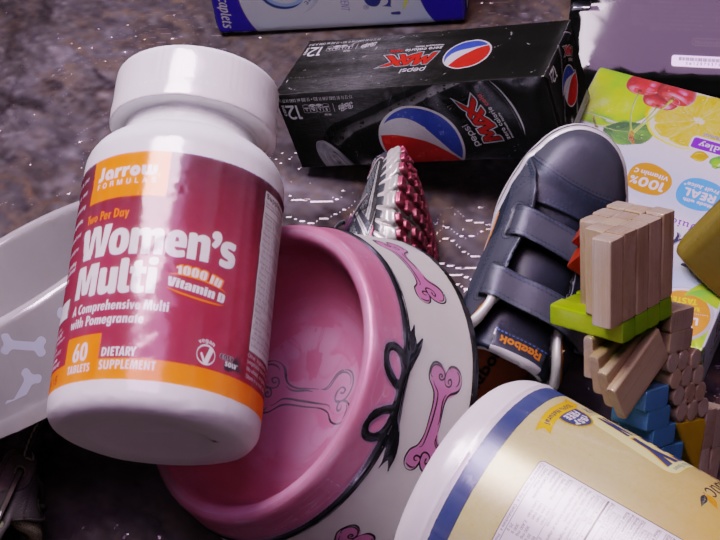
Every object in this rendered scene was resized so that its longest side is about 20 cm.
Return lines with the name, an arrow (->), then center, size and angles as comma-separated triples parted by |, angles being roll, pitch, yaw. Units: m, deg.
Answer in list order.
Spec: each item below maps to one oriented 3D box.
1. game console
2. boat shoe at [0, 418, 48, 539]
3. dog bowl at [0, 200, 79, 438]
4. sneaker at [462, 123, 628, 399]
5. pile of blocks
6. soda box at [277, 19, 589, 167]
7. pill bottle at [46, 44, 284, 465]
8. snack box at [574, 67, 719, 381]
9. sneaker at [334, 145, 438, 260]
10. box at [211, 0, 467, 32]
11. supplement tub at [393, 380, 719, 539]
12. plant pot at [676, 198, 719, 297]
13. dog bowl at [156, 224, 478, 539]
game console -> 0.258, -0.200, 1.075 | 0.198, 0.116, 0.178 | 4, 81, 11
boat shoe -> -0.213, 0.143, 0.828 | 0.064, 0.073, 0.201 | 28, 47, -3
dog bowl -> -0.195, 0.024, 0.860 | 0.199, 0.059, 0.200 | -25, 21, 10
sneaker -> 0.098, 0.013, 0.819 | 0.078, 0.079, 0.201 | 24, 96, -5
pile of blocks -> 0.139, 0.048, 0.778 | 0.062, 0.201, 0.082 | 15, 50, 42
soda box -> 0.047, -0.116, 0.968 | 0.198, 0.064, 0.071 | 0, 41, 28
pill bottle -> -0.096, -0.008, 0.755 | 0.108, 0.110, 0.202 | 1, 68, 8
snack box -> 0.183, -0.032, 0.924 | 0.141, 0.053, 0.201 | 18, 56, 22
sneaker -> 0.000, 0.000, 0.906 | 0.074, 0.081, 0.201 | -4, 46, 21
box -> -0.022, -0.284, 1.071 | 0.198, 0.185, 0.106 | -3, 49, 5
supplement tub -> 0.129, 0.159, 0.716 | 0.199, 0.145, 0.145 | 28, 59, 26
plant pot -> 0.332, -0.047, 0.790 | 0.195, 0.200, 0.194 | 43, 65, 11
dog bowl -> -0.036, 0.064, 0.796 | 0.199, 0.074, 0.202 | -19, 59, 35
